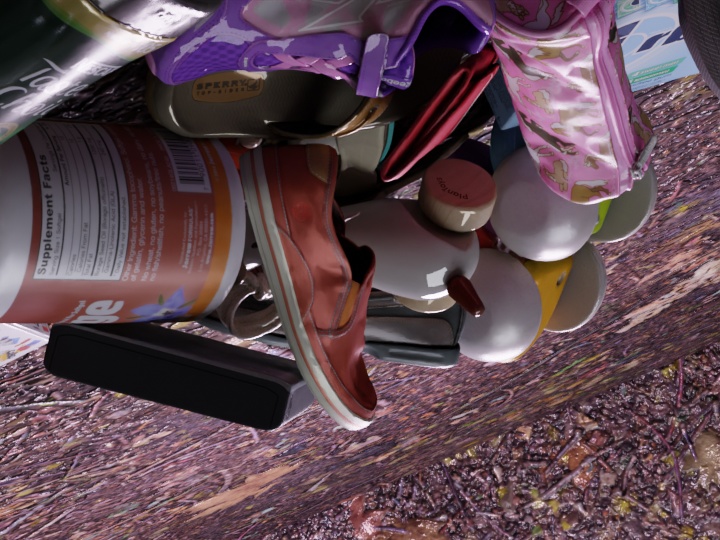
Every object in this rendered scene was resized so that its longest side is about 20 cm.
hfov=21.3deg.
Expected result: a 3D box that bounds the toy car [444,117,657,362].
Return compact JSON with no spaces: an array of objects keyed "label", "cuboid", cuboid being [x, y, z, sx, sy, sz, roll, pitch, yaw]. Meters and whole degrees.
[{"label":"toy car","cuboid":[0.114,-0.038,1.419,0.175,0.150,0.201,-16,137,-57]}]

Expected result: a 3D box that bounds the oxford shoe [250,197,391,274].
[{"label":"oxford shoe","cuboid":[-0.046,0.004,1.495,0.199,0.071,0.075,-16,170,-24]}]

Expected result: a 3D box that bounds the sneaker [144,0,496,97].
[{"label":"sneaker","cuboid":[-0.013,-0.129,0.998,0.199,0.089,0.081,-19,167,-14]}]

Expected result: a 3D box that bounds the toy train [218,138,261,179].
[{"label":"toy train","cuboid":[-0.155,-0.044,1.174,0.199,0.056,0.151,4,124,-43]}]

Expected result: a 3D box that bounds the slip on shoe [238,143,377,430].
[{"label":"slip on shoe","cuboid":[-0.017,0.012,1.120,0.061,0.074,0.201,-14,122,3]}]

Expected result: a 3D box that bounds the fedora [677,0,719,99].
[{"label":"fedora","cuboid":[0.248,-0.165,1.129,0.176,0.201,0.090,-30,-173,-21]}]

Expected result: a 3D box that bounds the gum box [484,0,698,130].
[{"label":"gum box","cuboid":[0.189,-0.173,1.261,0.169,0.045,0.200,-17,166,-22]}]

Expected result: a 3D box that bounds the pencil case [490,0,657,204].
[{"label":"pencil case","cuboid":[0.126,-0.122,1.145,0.086,0.083,0.200,-1,150,17]}]

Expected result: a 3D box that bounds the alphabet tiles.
[{"label":"alphabet tiles","cuboid":[-0.008,-0.047,1.339,0.166,0.006,0.200,-25,-173,20]}]

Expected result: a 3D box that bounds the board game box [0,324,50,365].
[{"label":"board game box","cuboid":[-0.302,0.047,1.295,0.126,0.035,0.200,-26,166,6]}]

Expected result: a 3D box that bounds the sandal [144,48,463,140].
[{"label":"sandal","cuboid":[-0.022,-0.107,1.067,0.199,0.081,0.054,-12,-154,-29]}]

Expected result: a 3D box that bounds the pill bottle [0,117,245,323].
[{"label":"pill bottle","cuboid":[-0.172,-0.027,1.038,0.199,0.113,0.112,1,155,-35]}]

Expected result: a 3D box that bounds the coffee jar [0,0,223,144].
[{"label":"coffee jar","cuboid":[-0.158,-0.109,0.833,0.199,0.086,0.104,-29,166,20]}]

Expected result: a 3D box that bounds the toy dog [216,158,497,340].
[{"label":"toy dog","cuboid":[0.000,0.000,1.193,0.199,0.097,0.132,-19,135,-6]}]

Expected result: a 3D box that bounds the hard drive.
[{"label":"hard drive","cuboid":[-0.101,0.060,1.153,0.139,0.033,0.200,14,180,3]}]

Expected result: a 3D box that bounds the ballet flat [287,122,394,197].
[{"label":"ballet flat","cuboid":[-0.014,-0.088,1.214,0.069,0.070,0.200,-22,167,-7]}]

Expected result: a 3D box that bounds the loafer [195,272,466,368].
[{"label":"loafer","cuboid":[-0.020,0.021,1.316,0.199,0.063,0.072,10,-168,-22]}]

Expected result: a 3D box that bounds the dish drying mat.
[{"label":"dish drying mat","cuboid":[0.050,-0.092,1.095,0.077,0.018,0.200,-52,180,13]}]
